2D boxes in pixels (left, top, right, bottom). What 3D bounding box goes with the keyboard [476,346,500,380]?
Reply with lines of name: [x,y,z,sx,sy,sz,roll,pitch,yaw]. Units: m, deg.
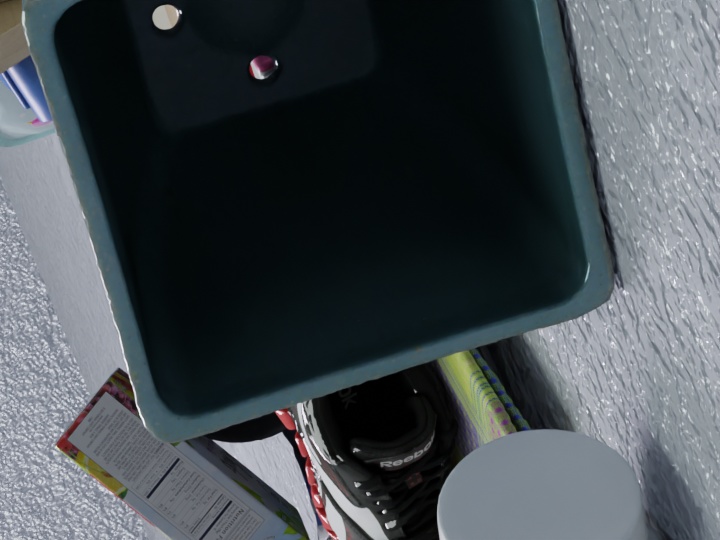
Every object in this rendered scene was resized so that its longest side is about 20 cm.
keyboard: [0.034,0.019,1.456,0.200,0.011,0.056,-151,43,-75]

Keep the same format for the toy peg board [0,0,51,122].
toy peg board: [-0.134,-0.149,1.555,0.098,0.199,0.200,57,175,-23]

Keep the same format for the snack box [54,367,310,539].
snack box: [-0.099,0.119,1.580,0.142,0.053,0.200,40,178,-3]

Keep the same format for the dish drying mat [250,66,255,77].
dish drying mat: [-0.037,-0.148,1.338,0.018,0.077,0.200,-111,7,-60]

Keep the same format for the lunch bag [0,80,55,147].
lunch bag: [-0.177,-0.157,1.771,0.200,0.170,0.122,-137,30,-74]

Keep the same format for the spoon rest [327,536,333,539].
spoon rest: [-0.006,0.195,1.538,0.200,0.099,0.061,-54,55,35]

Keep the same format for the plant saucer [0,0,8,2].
plant saucer: [-0.154,-0.205,1.526,0.030,0.200,0.200,57,175,-23]

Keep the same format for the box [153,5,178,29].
box: [-0.060,-0.144,1.417,0.078,0.095,0.200,-121,14,-45]

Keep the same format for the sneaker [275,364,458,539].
sneaker: [0.012,0.094,1.383,0.098,0.071,0.201,33,152,58]

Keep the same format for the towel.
towel: [0.065,0.094,1.373,0.200,0.023,0.144,79,167,-50]

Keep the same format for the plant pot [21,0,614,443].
plant pot: [-0.030,-0.082,1.146,0.200,0.196,0.196,-117,11,-63]

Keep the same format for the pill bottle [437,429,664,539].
pill bottle: [0.085,0.167,1.185,0.113,0.112,0.200,-121,15,-47]

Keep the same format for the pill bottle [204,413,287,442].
pill bottle: [-0.076,0.001,1.599,0.200,0.111,0.112,-102,0,-51]

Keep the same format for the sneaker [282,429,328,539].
sneaker: [0.004,0.124,1.602,0.147,0.080,0.200,77,174,-52]

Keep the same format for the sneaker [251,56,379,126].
sneaker: [-0.001,-0.059,1.300,0.088,0.081,0.200,103,147,-68]
